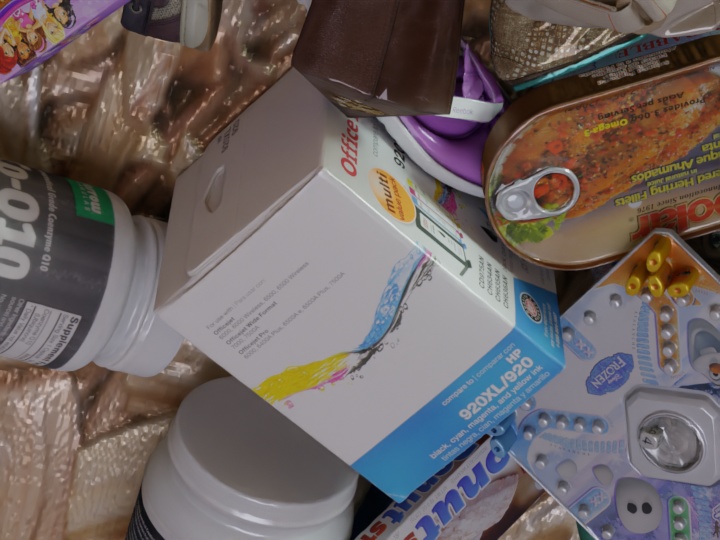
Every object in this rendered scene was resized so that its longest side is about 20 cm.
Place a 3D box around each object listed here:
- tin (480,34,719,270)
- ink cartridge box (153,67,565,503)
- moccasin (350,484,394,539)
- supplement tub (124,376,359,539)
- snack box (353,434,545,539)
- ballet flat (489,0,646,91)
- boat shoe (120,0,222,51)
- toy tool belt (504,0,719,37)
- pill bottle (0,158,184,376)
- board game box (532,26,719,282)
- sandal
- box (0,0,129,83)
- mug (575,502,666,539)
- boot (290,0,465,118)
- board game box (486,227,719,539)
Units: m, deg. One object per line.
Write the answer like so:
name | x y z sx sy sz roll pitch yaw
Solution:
tin | 0.166 -0.068 1.278 0.198 0.042 0.113 -16 119 2
ink cartridge box | 0.000 0.000 1.320 0.200 0.148 0.144 38 117 -24
moccasin | 0.020 0.206 1.502 0.068 0.081 0.201 19 123 -17
supplement tub | -0.085 0.185 1.451 0.139 0.141 0.201 14 124 -9
snack box | 0.051 0.166 1.433 0.200 0.024 0.072 -42 127 -20
ballet flat | 0.163 -0.163 1.260 0.198 0.071 0.066 -20 99 9
boat shoe | -0.107 -0.213 1.222 0.064 0.072 0.201 2 126 -1
toy tool belt | 0.155 -0.189 1.146 0.199 0.125 0.124 10 135 36
pill bottle | -0.204 -0.005 1.323 0.199 0.114 0.113 16 125 -29
board game box | 0.223 -0.060 1.340 0.198 0.041 0.201 -16 122 11
sandal | 0.038 -0.116 1.275 0.202 0.083 0.050 42 146 -23
box | -0.155 -0.208 1.190 0.199 0.039 0.138 -30 94 33
mug | 0.221 0.160 1.446 0.151 0.115 0.186 -26 120 17
boot | -0.015 -0.187 1.200 0.185 0.064 0.202 14 100 -12
board game box | 0.185 0.103 1.322 0.200 0.026 0.200 44 128 -1
